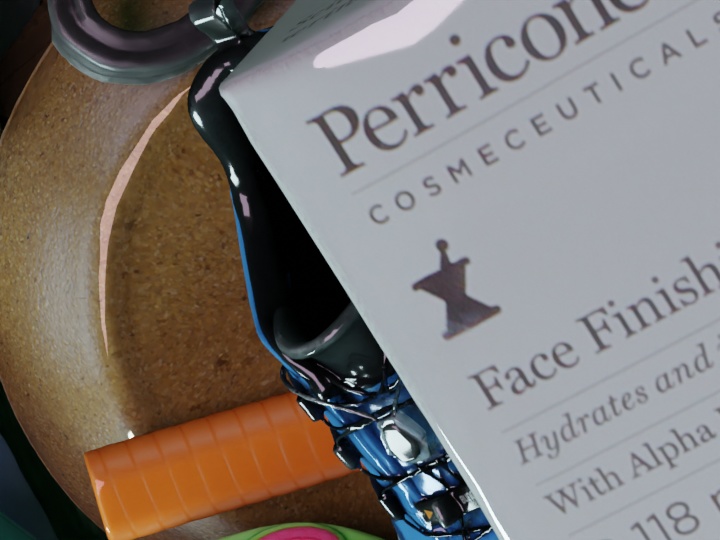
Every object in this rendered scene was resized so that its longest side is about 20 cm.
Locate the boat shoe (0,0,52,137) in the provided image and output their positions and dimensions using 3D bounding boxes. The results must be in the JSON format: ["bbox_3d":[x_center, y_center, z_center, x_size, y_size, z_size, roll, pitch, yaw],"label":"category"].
[{"bbox_3d":[-0.054,-0.061,0.828,0.073,0.063,0.200,34,111,33],"label":"boat shoe"}]

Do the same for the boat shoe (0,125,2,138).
[{"bbox_3d":[-0.139,-0.057,0.790,0.072,0.072,0.201,-2,100,7],"label":"boat shoe"}]

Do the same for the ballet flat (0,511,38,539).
[{"bbox_3d":[-0.065,0.127,0.797,0.200,0.069,0.070,33,110,1],"label":"ballet flat"}]

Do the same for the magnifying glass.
[{"bbox_3d":[0.028,0.030,0.764,0.200,0.022,0.080,-17,102,-6],"label":"magnifying glass"}]

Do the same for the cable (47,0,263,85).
[{"bbox_3d":[0.003,-0.118,0.766,0.097,0.050,0.200,34,82,-4],"label":"cable"}]

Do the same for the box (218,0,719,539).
[{"bbox_3d":[0.103,-0.055,0.596,0.199,0.200,0.131,-30,100,20],"label":"box"}]

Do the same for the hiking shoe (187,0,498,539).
[{"bbox_3d":[0.013,0.032,0.693,0.074,0.087,0.200,-33,73,33],"label":"hiking shoe"}]

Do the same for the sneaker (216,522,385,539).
[{"bbox_3d":[0.029,0.116,0.777,0.199,0.084,0.077,8,61,-14],"label":"sneaker"}]

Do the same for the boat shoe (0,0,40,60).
[{"bbox_3d":[-0.137,-0.123,0.860,0.070,0.071,0.201,24,113,46],"label":"boat shoe"}]

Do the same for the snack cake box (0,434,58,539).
[{"bbox_3d":[-0.136,0.121,0.876,0.115,0.067,0.200,-34,84,41],"label":"snack cake box"}]

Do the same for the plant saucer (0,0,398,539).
[{"bbox_3d":[0.000,0.000,0.781,0.200,0.035,0.201,-1,100,-7],"label":"plant saucer"}]
